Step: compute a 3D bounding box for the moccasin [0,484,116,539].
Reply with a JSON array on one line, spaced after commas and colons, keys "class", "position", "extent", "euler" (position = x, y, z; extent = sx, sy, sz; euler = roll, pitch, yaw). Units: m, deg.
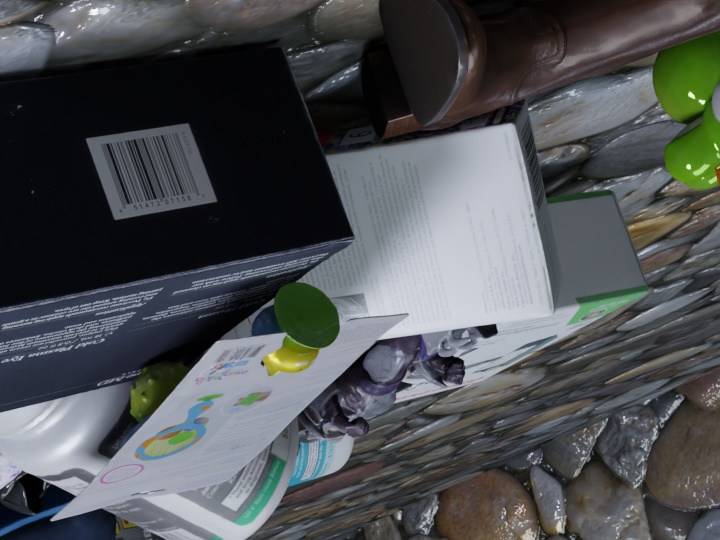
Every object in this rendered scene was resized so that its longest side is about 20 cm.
[{"class": "moccasin", "position": [-0.237, 0.193, 1.279], "extent": [0.199, 0.069, 0.080], "euler": [-15, -166, -34]}]

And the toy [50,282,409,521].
[{"class": "toy", "position": [-0.075, 0.060, 1.003], "extent": [0.115, 0.048, 0.200], "euler": [-8, 158, -38]}]

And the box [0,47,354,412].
[{"class": "box", "position": [-0.140, -0.011, 0.936], "extent": [0.199, 0.105, 0.182], "euler": [-12, 164, -37]}]

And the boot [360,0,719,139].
[{"class": "boot", "position": [0.108, -0.122, 0.962], "extent": [0.199, 0.065, 0.186], "euler": [-16, -179, -10]}]

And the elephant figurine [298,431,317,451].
[{"class": "elephant figurine", "position": [-0.116, 0.091, 1.380], "extent": [0.155, 0.142, 0.200], "euler": [-44, 165, 27]}]

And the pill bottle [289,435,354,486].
[{"class": "pill bottle", "position": [-0.112, 0.134, 1.610], "extent": [0.199, 0.112, 0.111], "euler": [-14, 166, -32]}]

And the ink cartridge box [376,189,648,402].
[{"class": "ink cartridge box", "position": [0.083, 0.023, 1.426], "extent": [0.145, 0.085, 0.200], "euler": [-10, 165, -39]}]

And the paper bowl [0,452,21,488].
[{"class": "paper bowl", "position": [-0.301, 0.099, 1.145], "extent": [0.199, 0.105, 0.201], "euler": [-20, 167, -5]}]

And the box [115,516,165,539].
[{"class": "box", "position": [-0.203, 0.175, 1.421], "extent": [0.048, 0.201, 0.158], "euler": [-23, 168, 28]}]

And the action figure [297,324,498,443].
[{"class": "action figure", "position": [0.021, 0.054, 1.189], "extent": [0.130, 0.069, 0.200], "euler": [-33, 169, -45]}]

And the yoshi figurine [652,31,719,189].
[{"class": "yoshi figurine", "position": [0.245, -0.135, 1.141], "extent": [0.200, 0.112, 0.112], "euler": [-40, -157, 18]}]

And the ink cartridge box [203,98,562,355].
[{"class": "ink cartridge box", "position": [0.001, -0.020, 1.068], "extent": [0.198, 0.110, 0.050], "euler": [-8, -160, 16]}]

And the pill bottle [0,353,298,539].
[{"class": "pill bottle", "position": [-0.136, 0.075, 1.115], "extent": [0.113, 0.114, 0.200], "euler": [-27, 139, 28]}]

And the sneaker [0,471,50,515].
[{"class": "sneaker", "position": [-0.243, 0.121, 1.263], "extent": [0.200, 0.104, 0.060], "euler": [-43, 163, 5]}]
